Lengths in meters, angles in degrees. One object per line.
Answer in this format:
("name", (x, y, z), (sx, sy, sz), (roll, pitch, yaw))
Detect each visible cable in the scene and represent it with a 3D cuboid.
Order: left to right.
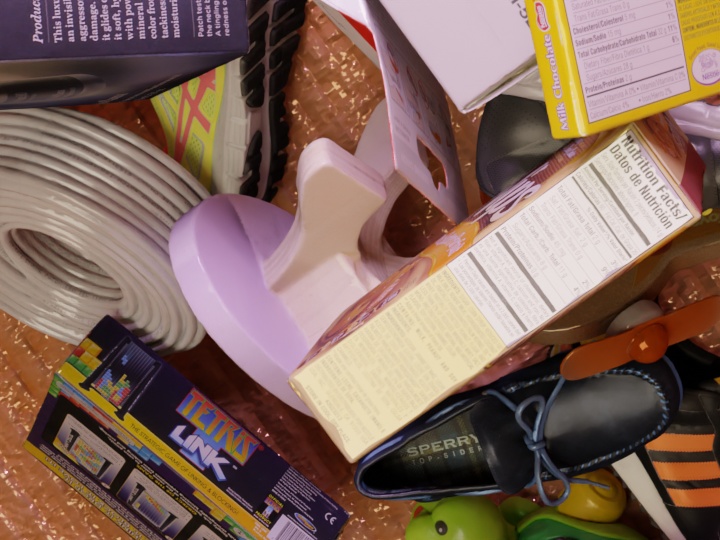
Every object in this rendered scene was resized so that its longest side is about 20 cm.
("cable", (-0.173, -0.023, 1.029), (0.198, 0.070, 0.201), (18, 152, 14))

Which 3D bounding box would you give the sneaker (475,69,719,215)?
("sneaker", (0.151, -0.049, 0.859), (0.198, 0.074, 0.086), (18, 96, 8))

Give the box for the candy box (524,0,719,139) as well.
("candy box", (0.153, -0.130, 0.725), (0.026, 0.198, 0.103), (-3, 103, 58))

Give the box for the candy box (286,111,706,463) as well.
("candy box", (0.067, 0.000, 0.787), (0.199, 0.115, 0.055), (-38, 94, 18))

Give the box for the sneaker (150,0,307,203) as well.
("sneaker", (-0.089, -0.123, 0.982), (0.090, 0.078, 0.202), (21, 121, 18))

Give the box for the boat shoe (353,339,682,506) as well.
("boat shoe", (0.086, 0.101, 0.936), (0.199, 0.069, 0.085), (-26, 93, 31))

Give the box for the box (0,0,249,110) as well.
("box", (-0.182, -0.149, 0.857), (0.200, 0.196, 0.125), (176, 89, -69))

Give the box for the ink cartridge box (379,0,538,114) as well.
("ink cartridge box", (0.068, -0.182, 0.801), (0.083, 0.200, 0.147), (-33, 96, 34))

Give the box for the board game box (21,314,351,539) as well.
("board game box", (-0.118, 0.136, 1.086), (0.200, 0.057, 0.165), (40, 153, -1))

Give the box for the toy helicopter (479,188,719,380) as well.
("toy helicopter", (0.163, -0.009, 0.894), (0.198, 0.133, 0.079), (-14, 142, 13))

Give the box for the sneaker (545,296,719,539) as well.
("sneaker", (0.198, 0.098, 0.950), (0.200, 0.070, 0.090), (47, 128, 1))

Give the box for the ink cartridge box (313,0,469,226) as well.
("ink cartridge box", (0.000, -0.120, 0.843), (0.047, 0.160, 0.202), (-15, 75, 13))

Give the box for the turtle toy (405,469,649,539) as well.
("turtle toy", (0.116, 0.200, 1.020), (0.199, 0.101, 0.146), (37, 124, 6))

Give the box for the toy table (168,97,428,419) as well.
("toy table", (0.000, 0.000, 0.950), (0.117, 0.199, 0.185), (-32, 61, 27))
